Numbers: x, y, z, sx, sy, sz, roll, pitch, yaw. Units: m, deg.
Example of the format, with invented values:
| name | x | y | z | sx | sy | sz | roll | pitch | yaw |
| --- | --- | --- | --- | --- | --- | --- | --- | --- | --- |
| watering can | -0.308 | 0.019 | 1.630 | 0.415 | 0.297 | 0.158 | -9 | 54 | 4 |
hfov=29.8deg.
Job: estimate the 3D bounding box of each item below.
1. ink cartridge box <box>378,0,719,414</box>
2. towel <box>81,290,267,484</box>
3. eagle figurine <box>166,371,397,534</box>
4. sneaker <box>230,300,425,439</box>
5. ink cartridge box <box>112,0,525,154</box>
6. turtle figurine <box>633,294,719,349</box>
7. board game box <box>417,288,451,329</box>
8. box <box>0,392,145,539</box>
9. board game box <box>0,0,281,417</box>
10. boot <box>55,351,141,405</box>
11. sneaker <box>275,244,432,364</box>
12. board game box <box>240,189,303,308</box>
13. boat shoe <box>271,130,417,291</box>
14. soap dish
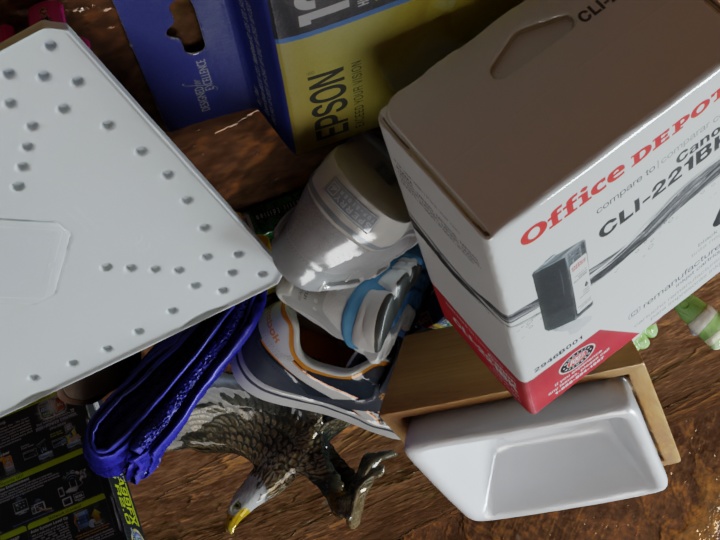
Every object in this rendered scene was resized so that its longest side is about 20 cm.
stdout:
| name | x | y | z | sx | sy | sz | roll | pitch | yaw |
| --- | --- | --- | --- | --- | --- | --- | --- | --- | --- |
| ink cartridge box | 0.103 | -0.037 | 0.641 | 0.144 | 0.084 | 0.200 | -36 | 151 | -7 |
| towel | -0.116 | 0.072 | 0.862 | 0.148 | 0.049 | 0.200 | -50 | -178 | -16 |
| eagle figurine | -0.081 | 0.135 | 1.075 | 0.151 | 0.199 | 0.152 | -46 | 165 | -50 |
| sneaker | 0.014 | 0.066 | 0.951 | 0.199 | 0.079 | 0.079 | 12 | 139 | -27 |
| ink cartridge box | 0.000 | -0.116 | 0.585 | 0.199 | 0.047 | 0.198 | -23 | 164 | -5 |
| turtle figurine | 0.285 | -0.002 | 1.106 | 0.199 | 0.145 | 0.194 | -13 | 165 | -15 |
| board game box | 0.050 | 0.047 | 1.108 | 0.199 | 0.062 | 0.199 | -31 | 160 | 27 |
| box | -0.265 | 0.186 | 0.982 | 0.199 | 0.161 | 0.044 | -23 | 162 | 3 |
| board game box | -0.165 | -0.013 | 0.617 | 0.199 | 0.026 | 0.200 | -25 | 142 | 12 |
| boot | -0.134 | 0.011 | 0.777 | 0.146 | 0.070 | 0.200 | -35 | 168 | 14 |
| sneaker | 0.000 | 0.000 | 0.841 | 0.200 | 0.086 | 0.075 | -15 | 126 | -77 |
| board game box | -0.031 | -0.010 | 0.906 | 0.104 | 0.024 | 0.200 | -19 | 163 | -3 |
| boat shoe | -0.001 | -0.025 | 0.722 | 0.069 | 0.072 | 0.200 | -44 | -176 | 13 |
| soap dish | 0.113 | 0.092 | 0.862 | 0.156 | 0.082 | 0.200 | -12 | 153 | 14 |
